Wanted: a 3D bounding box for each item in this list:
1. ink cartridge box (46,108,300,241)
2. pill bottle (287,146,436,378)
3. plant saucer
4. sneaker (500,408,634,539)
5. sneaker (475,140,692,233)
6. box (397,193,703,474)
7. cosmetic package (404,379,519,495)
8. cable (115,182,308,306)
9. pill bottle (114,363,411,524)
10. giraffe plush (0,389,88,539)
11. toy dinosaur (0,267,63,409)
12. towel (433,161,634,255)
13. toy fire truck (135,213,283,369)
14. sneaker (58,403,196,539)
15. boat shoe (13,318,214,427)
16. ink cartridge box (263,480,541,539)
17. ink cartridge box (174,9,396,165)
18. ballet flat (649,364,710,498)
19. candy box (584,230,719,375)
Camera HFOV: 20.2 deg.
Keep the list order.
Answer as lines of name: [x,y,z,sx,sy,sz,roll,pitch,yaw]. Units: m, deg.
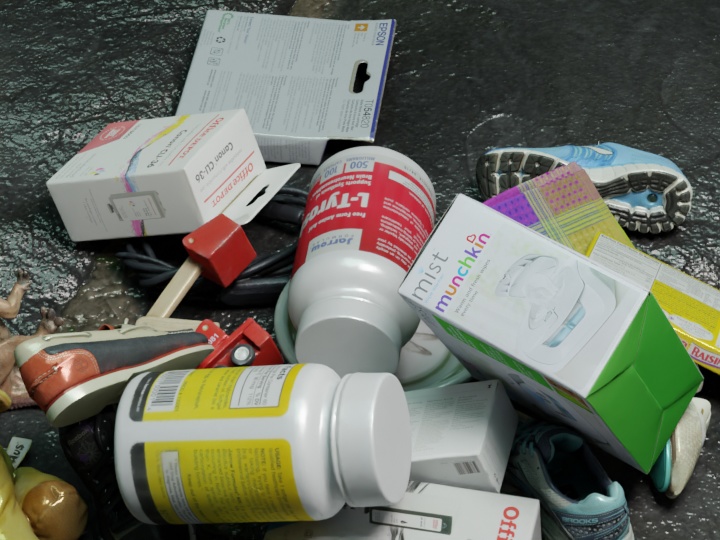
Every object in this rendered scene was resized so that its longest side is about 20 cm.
ink cartridge box: [-0.167,-0.087,1.822,0.199,0.068,0.117,-3,31,31]
pill bottle: [0.000,0.000,1.667,0.111,0.113,0.201,3,42,6]
plant saucer: [0.026,0.054,1.727,0.198,0.050,0.201,-2,42,1]
sneaker: [0.146,0.146,1.594,0.077,0.087,0.200,-28,48,-26]
sneaker: [0.205,-0.080,1.865,0.198,0.079,0.090,8,24,6]
box: [0.148,0.048,1.535,0.176,0.200,0.097,28,81,28]
cosmetic package: [0.019,0.141,1.584,0.199,0.051,0.083,-9,40,27]
cable: [-0.122,-0.032,1.828,0.198,0.051,0.164,-5,42,-1]
pill bottle: [-0.070,0.127,1.485,0.198,0.115,0.115,-3,41,18]
giraffe plush: [-0.307,0.146,1.546,0.171,0.163,0.201,-8,40,7]
toy dinosaur: [-0.329,0.063,1.686,0.136,0.201,0.086,-44,18,-31]
towel: [0.162,-0.007,1.735,0.199,0.023,0.144,-23,79,-39]
toy fire truck: [-0.142,0.061,1.687,0.200,0.049,0.141,-43,55,-12]
sneaker: [-0.197,0.158,1.568,0.076,0.087,0.201,-35,58,12]
boat shoe: [-0.186,0.068,1.556,0.063,0.071,0.200,51,30,15]
ink cartridge box: [0.028,0.233,1.506,0.198,0.085,0.147,6,43,12]
ink cartridge box: [-0.072,-0.181,1.994,0.198,0.041,0.200,4,43,7]
ballet flat: [0.256,0.102,1.654,0.062,0.068,0.201,2,42,-10]
candy box: [0.273,0.038,1.691,0.199,0.027,0.102,27,28,6]
